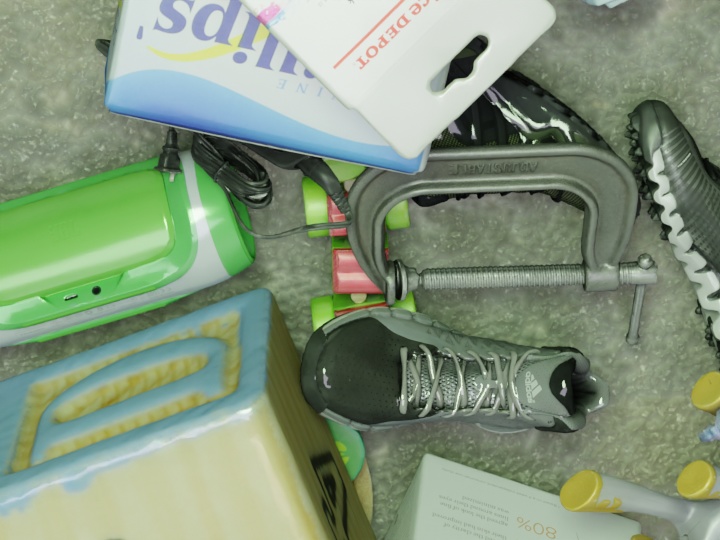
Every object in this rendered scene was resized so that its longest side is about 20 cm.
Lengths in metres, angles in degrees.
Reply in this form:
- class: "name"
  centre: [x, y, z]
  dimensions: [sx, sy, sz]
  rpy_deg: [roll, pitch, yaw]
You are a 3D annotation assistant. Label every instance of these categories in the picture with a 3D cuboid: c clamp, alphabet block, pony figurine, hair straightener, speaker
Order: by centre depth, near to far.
- class: "alphabet block"
  centre: [-0.104, 0.156, 1.388]
  dimensions: [0.194, 0.197, 0.201]
  rpy_deg: [-19, 108, 7]
- class: "hair straightener"
  centre: [-0.084, -0.080, 1.392]
  dimensions: [0.200, 0.041, 0.077]
  rpy_deg: [40, 105, 18]
- class: "c clamp"
  centre: [0.086, -0.011, 1.405]
  dimensions: [0.199, 0.027, 0.171]
  rpy_deg: [2, 137, -7]
- class: "pony figurine"
  centre: [0.244, 0.137, 1.438]
  dimensions: [0.193, 0.167, 0.200]
  rpy_deg: [-40, 138, 14]
- class: "speaker"
  centre: [-0.168, -0.012, 1.438]
  dimensions: [0.199, 0.089, 0.089]
  rpy_deg: [-16, 109, 5]

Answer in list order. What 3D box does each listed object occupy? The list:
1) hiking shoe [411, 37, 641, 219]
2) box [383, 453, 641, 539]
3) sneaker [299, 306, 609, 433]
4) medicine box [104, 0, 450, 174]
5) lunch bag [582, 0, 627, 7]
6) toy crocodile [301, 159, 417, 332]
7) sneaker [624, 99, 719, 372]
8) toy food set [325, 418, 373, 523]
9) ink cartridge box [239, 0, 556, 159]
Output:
- class: "hiking shoe"
  centre: [0.075, -0.073, 1.418]
  dimensions: [0.200, 0.076, 0.101]
  rpy_deg: [37, 98, -13]
- class: "box"
  centre: [0.084, 0.235, 1.454]
  dimensions: [0.152, 0.200, 0.107]
  rpy_deg: [19, 128, -6]
- class: "sneaker"
  centre: [0.069, 0.062, 1.410]
  dimensions: [0.199, 0.115, 0.075]
  rpy_deg: [5, 86, -38]
- class: "medicine box"
  centre: [-0.034, -0.174, 1.291]
  dimensions: [0.181, 0.103, 0.201]
  rpy_deg: [11, 104, -8]
- class: "lunch bag"
  centre: [0.178, -0.260, 1.315]
  dimensions: [0.199, 0.127, 0.170]
  rpy_deg: [-28, 107, -9]
- class: "toy crocodile"
  centre: [0.000, 0.000, 1.455]
  dimensions: [0.067, 0.062, 0.201]
  rpy_deg: [-5, 110, 1]
- class: "sneaker"
  centre: [0.230, -0.028, 1.449]
  dimensions: [0.090, 0.067, 0.201]
  rpy_deg: [-25, 111, 5]
- class: "toy food set"
  centre: [-0.091, 0.148, 1.513]
  dimensions: [0.199, 0.049, 0.199]
  rpy_deg: [7, 109, -3]
- class: "ink cartridge box"
  centre: [-0.007, -0.167, 1.206]
  dimensions: [0.116, 0.068, 0.200]
  rpy_deg: [-43, 103, 8]
